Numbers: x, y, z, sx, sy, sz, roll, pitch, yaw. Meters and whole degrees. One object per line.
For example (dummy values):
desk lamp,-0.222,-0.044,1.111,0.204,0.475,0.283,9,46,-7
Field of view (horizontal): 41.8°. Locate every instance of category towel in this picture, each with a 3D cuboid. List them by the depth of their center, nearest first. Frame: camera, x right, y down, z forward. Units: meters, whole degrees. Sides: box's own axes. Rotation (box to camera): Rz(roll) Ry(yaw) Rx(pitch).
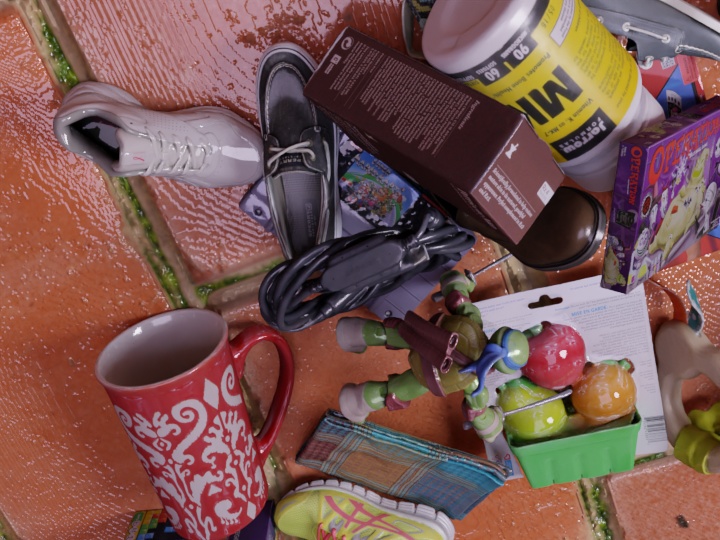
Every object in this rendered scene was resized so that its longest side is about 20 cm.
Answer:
towel,0.039,0.205,0.975,0.197,0.022,0.147,19,146,-7

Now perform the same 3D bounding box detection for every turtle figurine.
turtle figurine,0.085,0.081,0.873,0.192,0.200,0.146,-9,111,31

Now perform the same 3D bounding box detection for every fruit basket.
fruit basket,0.201,0.107,0.939,0.182,0.094,0.203,-13,103,7

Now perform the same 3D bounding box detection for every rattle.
rattle,0.362,0.089,0.933,0.141,0.130,0.203,-13,83,-11

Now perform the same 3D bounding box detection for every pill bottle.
pill bottle,0.153,-0.156,0.759,0.199,0.115,0.114,34,112,-31

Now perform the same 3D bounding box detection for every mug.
mug,-0.148,0.155,0.939,0.175,0.134,0.202,-10,117,8

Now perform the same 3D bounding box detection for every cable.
cable,0.000,0.000,0.825,0.198,0.163,0.051,-27,81,21

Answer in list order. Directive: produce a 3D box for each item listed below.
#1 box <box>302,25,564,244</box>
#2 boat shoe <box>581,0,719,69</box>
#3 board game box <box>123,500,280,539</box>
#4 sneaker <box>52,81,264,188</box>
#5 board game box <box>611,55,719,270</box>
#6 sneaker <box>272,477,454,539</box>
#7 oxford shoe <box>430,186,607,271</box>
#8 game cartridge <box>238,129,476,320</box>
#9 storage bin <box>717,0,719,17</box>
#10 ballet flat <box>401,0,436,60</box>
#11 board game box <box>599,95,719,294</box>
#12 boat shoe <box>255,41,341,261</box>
box,0.056,-0.110,0.754,0.075,0.199,0.100,-55,143,-1
boat shoe,0.242,-0.206,0.797,0.198,0.073,0.062,25,112,-3
board game box,-0.175,0.325,0.975,0.163,0.201,0.058,-7,113,4
sneaker,-0.179,-0.106,0.837,0.197,0.100,0.079,10,114,-3
board game box,0.279,-0.099,0.873,0.102,0.020,0.202,-19,112,11
sneaker,-0.002,0.285,0.999,0.197,0.091,0.079,8,131,9
oxford shoe,0.122,-0.049,0.793,0.084,0.199,0.074,18,92,-32
game cartridge,0.000,-0.049,0.896,0.199,0.039,0.130,38,114,-14
storage bin,0.401,-0.262,0.756,0.134,0.094,0.202,23,112,-8
ballet flat,0.078,-0.182,0.824,0.073,0.074,0.202,-15,111,8
board game box,0.261,-0.068,0.783,0.032,0.199,0.122,15,118,37
boat shoe,-0.051,-0.095,0.823,0.071,0.071,0.203,-8,108,10
